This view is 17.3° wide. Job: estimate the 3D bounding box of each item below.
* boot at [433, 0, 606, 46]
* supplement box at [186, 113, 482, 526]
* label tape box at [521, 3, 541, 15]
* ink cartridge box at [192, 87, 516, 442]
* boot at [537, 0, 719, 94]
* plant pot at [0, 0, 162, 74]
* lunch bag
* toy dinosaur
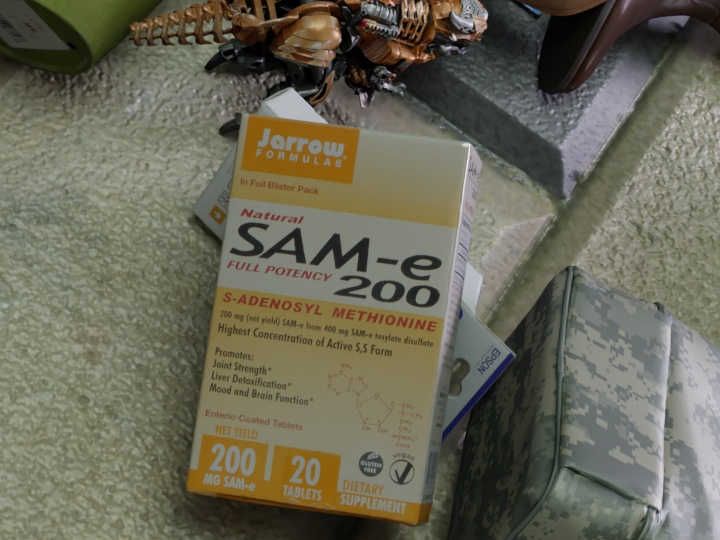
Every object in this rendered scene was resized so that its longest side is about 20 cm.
[{"bbox_3d":[0.086,-0.221,1.465,0.199,0.070,0.147,-20,53,2],"label":"boot"},{"bbox_3d":[-0.013,0.026,1.246,0.125,0.074,0.201,7,86,8],"label":"supplement box"},{"bbox_3d":[0.118,-0.283,1.560,0.144,0.063,0.200,35,54,3],"label":"label tape box"},{"bbox_3d":[0.000,0.000,1.323,0.200,0.095,0.037,47,40,11],"label":"ink cartridge box"},{"bbox_3d":[0.230,-0.149,1.525,0.200,0.064,0.187,32,86,-25],"label":"boot"},{"bbox_3d":[-0.156,-0.221,1.368,0.186,0.187,0.201,25,69,-5],"label":"plant pot"},{"bbox_3d":[0.145,0.123,1.260,0.167,0.140,0.201,23,39,-10],"label":"lunch bag"},{"bbox_3d":[-0.031,-0.140,1.373,0.199,0.136,0.103,18,56,-10],"label":"toy dinosaur"}]
